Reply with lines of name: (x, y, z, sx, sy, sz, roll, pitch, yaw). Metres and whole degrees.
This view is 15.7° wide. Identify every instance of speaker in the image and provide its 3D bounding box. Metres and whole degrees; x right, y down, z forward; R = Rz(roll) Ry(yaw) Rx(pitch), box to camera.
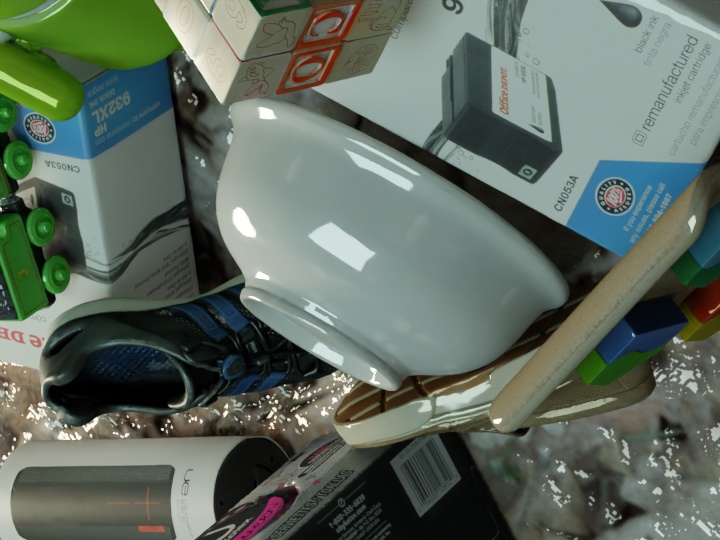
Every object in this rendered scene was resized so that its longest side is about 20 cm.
speaker: (-0.134, 0.144, 1.623, 0.200, 0.081, 0.081, -4, 114, 40)

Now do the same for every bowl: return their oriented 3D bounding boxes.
bowl: (0.000, 0.000, 1.344, 0.201, 0.091, 0.201, 30, 172, 5)

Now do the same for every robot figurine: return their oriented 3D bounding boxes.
robot figurine: (-0.150, -0.173, 1.351, 0.116, 0.200, 0.176, 34, 99, 34)

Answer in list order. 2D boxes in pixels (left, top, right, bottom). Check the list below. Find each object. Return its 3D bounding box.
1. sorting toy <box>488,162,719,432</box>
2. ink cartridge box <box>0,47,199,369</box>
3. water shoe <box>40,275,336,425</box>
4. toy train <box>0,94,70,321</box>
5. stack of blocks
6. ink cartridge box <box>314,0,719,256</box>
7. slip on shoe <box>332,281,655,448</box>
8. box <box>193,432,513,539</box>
sorting toy: (0.166, -0.005, 1.202, 0.037, 0.200, 0.185, 51, 136, 13)
ink cartridge box: (-0.182, -0.043, 1.539, 0.145, 0.084, 0.201, 12, 123, 31)
water shoe: (-0.079, 0.051, 1.456, 0.199, 0.079, 0.072, -10, 119, 5)
toy train: (-0.215, -0.064, 1.454, 0.042, 0.056, 0.201, -1, 114, 38)
stack of blocks: (-0.079, -0.171, 1.189, 0.200, 0.115, 0.059, 57, 142, 24)
ink cartridge box: (0.087, -0.117, 1.242, 0.200, 0.084, 0.145, 29, 133, 5)
slip on shoe: (0.071, 0.066, 1.417, 0.200, 0.076, 0.061, -24, 113, 34)
box: (-0.019, 0.183, 1.468, 0.115, 0.200, 0.132, -20, 103, 43)
